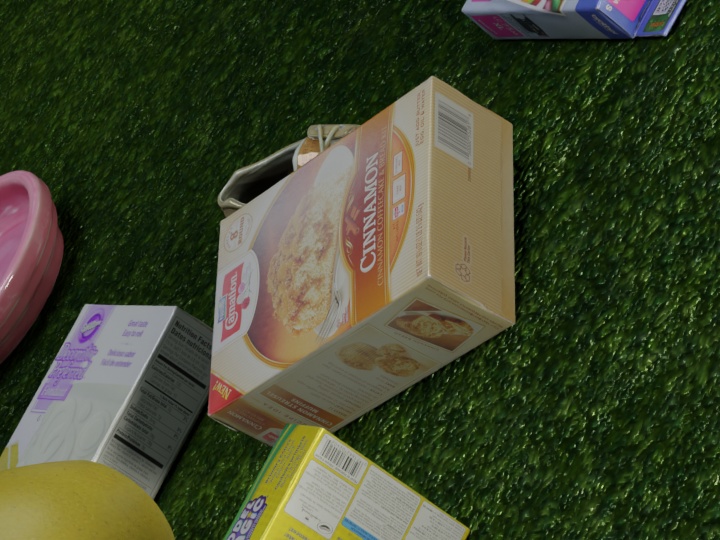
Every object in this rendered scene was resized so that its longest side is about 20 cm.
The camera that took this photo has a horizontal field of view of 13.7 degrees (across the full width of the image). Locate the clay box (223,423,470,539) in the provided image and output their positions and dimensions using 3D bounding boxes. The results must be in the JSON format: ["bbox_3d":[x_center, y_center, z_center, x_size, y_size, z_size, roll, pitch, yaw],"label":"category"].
[{"bbox_3d":[-0.036,0.197,1.614,0.048,0.115,0.200,3,60,61],"label":"clay box"}]

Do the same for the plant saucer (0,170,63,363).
[{"bbox_3d":[-0.299,0.017,2.344,0.200,0.051,0.201,-40,29,27],"label":"plant saucer"}]

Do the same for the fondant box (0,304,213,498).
[{"bbox_3d":[-0.182,0.121,2.016,0.144,0.058,0.200,0,57,59],"label":"fondant box"}]

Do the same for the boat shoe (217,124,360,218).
[{"bbox_3d":[-0.015,-0.057,1.936,0.200,0.068,0.075,-28,36,42],"label":"boat shoe"}]

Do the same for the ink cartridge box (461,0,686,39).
[{"bbox_3d":[0.151,-0.202,1.869,0.200,0.042,0.119,10,68,60],"label":"ink cartridge box"}]

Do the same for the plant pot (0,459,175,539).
[{"bbox_3d":[-0.191,0.197,1.826,0.200,0.200,0.142,-25,14,45],"label":"plant pot"}]

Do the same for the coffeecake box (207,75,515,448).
[{"bbox_3d":[0.000,0.000,1.819,0.200,0.073,0.154,-33,41,37],"label":"coffeecake box"}]
